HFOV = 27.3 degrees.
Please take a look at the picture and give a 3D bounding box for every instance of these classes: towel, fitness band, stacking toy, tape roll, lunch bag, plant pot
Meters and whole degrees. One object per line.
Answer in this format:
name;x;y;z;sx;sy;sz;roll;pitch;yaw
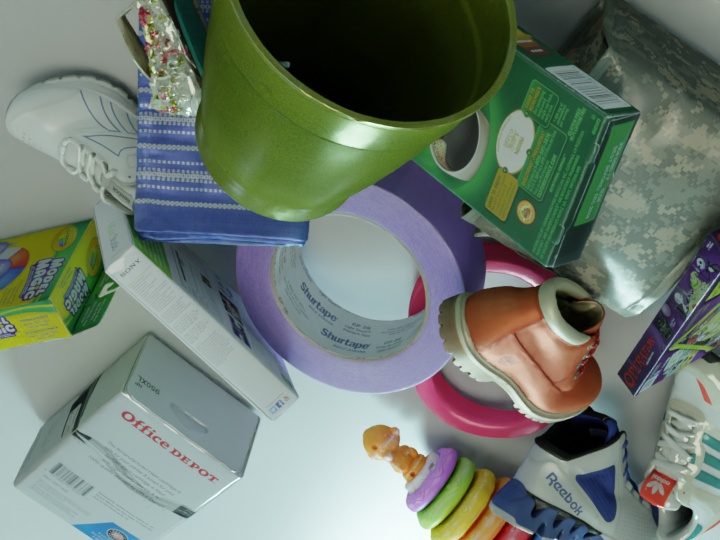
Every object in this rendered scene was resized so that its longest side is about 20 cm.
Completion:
towel;-0.106;-0.120;1.135;0.143;0.024;0.202;3;98;10
fitness band;0.113;0.063;1.290;0.142;0.038;0.201;5;128;13
stacking toy;0.081;0.210;1.383;0.199;0.110;0.116;38;121;-4
tape roll;0.000;0.000;1.219;0.198;0.066;0.202;9;121;16
lunch bag;0.189;-0.074;1.106;0.163;0.118;0.200;30;124;-13
plant pot;-0.027;-0.134;1.002;0.199;0.202;0.193;27;146;-10

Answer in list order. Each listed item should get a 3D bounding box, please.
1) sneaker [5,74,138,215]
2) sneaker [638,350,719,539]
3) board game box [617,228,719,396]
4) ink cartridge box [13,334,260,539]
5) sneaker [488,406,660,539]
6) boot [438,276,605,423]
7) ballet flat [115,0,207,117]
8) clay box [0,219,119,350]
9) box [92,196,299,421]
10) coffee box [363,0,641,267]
sneaker;-0.196;-0.094;1.199;0.198;0.088;0.075;18;137;1
sneaker;0.284;0.159;1.275;0.070;0.093;0.201;35;148;42
board game box;0.278;0.015;1.135;0.119;0.032;0.201;-21;153;-25
ink cartridge box;-0.213;0.173;1.422;0.144;0.085;0.200;38;128;-18
sneaker;0.216;0.186;1.316;0.198;0.080;0.116;18;101;-35
boot;0.157;0.062;1.164;0.107;0.076;0.199;-20;150;29
ballet flat;-0.156;-0.204;1.082;0.063;0.076;0.202;-12;102;22
clay box;-0.303;0.018;1.297;0.198;0.115;0.048;-13;124;21
box;-0.140;0.025;1.240;0.036;0.145;0.200;-41;116;5
coffee box;0.093;-0.109;1.037;0.200;0.044;0.124;40;127;32
